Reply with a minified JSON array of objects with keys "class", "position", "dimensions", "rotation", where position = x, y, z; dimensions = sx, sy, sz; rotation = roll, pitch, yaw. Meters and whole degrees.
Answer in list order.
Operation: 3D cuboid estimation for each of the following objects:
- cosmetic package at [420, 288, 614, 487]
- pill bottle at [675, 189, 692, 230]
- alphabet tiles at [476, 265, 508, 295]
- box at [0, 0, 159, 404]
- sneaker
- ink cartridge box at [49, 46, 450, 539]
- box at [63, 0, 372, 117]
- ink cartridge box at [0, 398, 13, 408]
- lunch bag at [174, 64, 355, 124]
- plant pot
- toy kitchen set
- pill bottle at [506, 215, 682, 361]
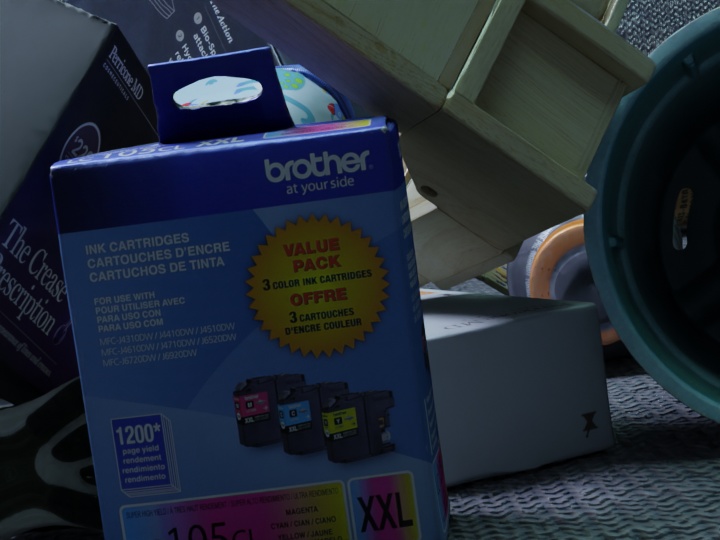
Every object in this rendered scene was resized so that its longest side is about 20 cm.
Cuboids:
[{"class":"cosmetic package","position":[0.026,0.053,0.959],"dimensions":[0.101,0.072,0.200],"rotation":[-10,7,-27]},{"class":"pill bottle","position":[0.273,-0.090,1.847],"dimensions":[0.199,0.115,0.114],"rotation":[-10,6,-21]},{"class":"alphabet tiles","position":[0.072,-0.013,1.389],"dimensions":[0.166,0.006,0.200],"rotation":[30,6,-1]},{"class":"box","position":[-0.144,-0.022,0.880],"dimensions":[0.079,0.141,0.200],"rotation":[21,-14,18]},{"class":"sneaker","position":[-0.144,0.087,0.875],"dimensions":[0.199,0.077,0.089],"rotation":[-7,-3,-15]},{"class":"ink cartridge box","position":[-0.044,0.014,0.777],"dimensions":[0.136,0.201,0.076],"rotation":[-8,6,3]},{"class":"box","position":[-0.090,-0.116,1.254],"dimensions":[0.117,0.197,0.200],"rotation":[-5,-25,-49]},{"class":"ink cartridge box","position":[-0.183,0.066,1.049],"dimensions":[0.199,0.086,0.148],"rotation":[-9,5,7]},{"class":"lunch bag","position":[-0.060,-0.017,1.129],"dimensions":[0.160,0.200,0.083],"rotation":[-6,29,27]},{"class":"plant pot","position":[0.214,-0.022,0.940],"dimensions":[0.199,0.201,0.196],"rotation":[-7,-3,10]},{"class":"toy kitchen set","position":[0.020,-0.114,0.893],"dimensions":[0.180,0.164,0.200],"rotation":[33,-24,-15]},{"class":"pill bottle","position":[0.145,-0.003,1.187],"dimensions":[0.106,0.107,0.200],"rotation":[-7,5,9]}]
